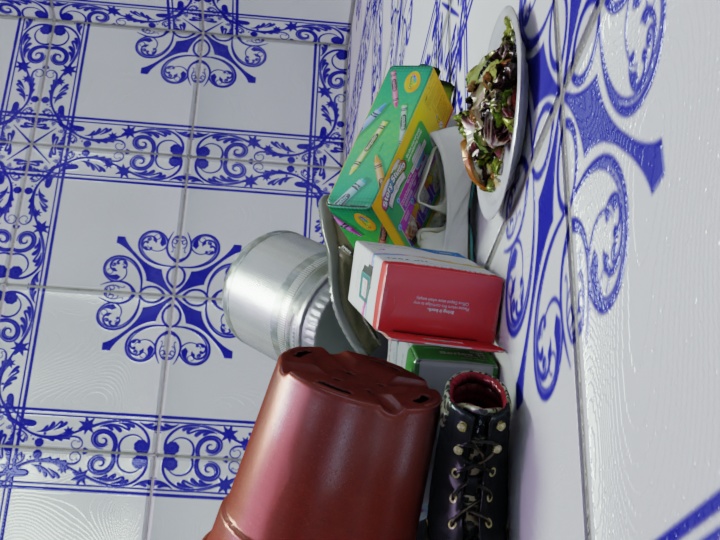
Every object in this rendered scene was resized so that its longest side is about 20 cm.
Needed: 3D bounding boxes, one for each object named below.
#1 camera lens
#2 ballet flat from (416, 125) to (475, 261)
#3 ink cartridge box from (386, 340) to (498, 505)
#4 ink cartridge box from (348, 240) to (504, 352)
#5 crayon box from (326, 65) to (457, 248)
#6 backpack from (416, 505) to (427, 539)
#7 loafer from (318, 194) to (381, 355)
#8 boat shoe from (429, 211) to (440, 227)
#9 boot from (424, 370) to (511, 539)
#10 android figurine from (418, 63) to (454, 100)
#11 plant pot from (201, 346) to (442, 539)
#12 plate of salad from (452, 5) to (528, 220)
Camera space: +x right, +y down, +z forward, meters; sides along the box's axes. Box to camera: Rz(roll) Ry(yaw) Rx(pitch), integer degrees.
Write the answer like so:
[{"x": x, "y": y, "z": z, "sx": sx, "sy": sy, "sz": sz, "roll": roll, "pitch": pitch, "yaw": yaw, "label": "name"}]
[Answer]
[{"x": -0.065, "y": 0.045, "z": 1.481, "sx": 0.200, "sy": 0.160, "sz": 0.160, "roll": 23, "pitch": 114, "yaw": 45, "label": "camera lens"}, {"x": 0.091, "y": -0.058, "z": 1.270, "sx": 0.069, "sy": 0.069, "sz": 0.200, "roll": -151, "pitch": 65, "yaw": -85, "label": "ballet flat"}, {"x": 0.074, "y": 0.130, "z": 1.185, "sx": 0.200, "sy": 0.083, "sz": 0.147, "roll": -108, "pitch": 23, "yaw": -76, "label": "ink cartridge box"}, {"x": 0.064, "y": 0.023, "z": 1.136, "sx": 0.200, "sy": 0.116, "sz": 0.067, "roll": -140, "pitch": 58, "yaw": -75, "label": "ink cartridge box"}, {"x": 0.043, "y": -0.113, "z": 1.294, "sx": 0.119, "sy": 0.058, "sz": 0.200, "roll": 57, "pitch": -132, "yaw": -47, "label": "crayon box"}, {"x": 0.000, "y": 0.274, "z": 1.350, "sx": 0.200, "sy": 0.177, "sz": 0.151, "roll": -94, "pitch": -7, "yaw": -81, "label": "backpack"}, {"x": 0.000, "y": 0.000, "z": 1.333, "sx": 0.075, "sy": 0.070, "sz": 0.200, "roll": 59, "pitch": -161, "yaw": -71, "label": "loafer"}, {"x": 0.086, "y": -0.044, "z": 1.441, "sx": 0.200, "sy": 0.063, "sz": 0.073, "roll": -100, "pitch": -11, "yaw": -82, "label": "boat shoe"}, {"x": 0.089, "y": 0.189, "z": 0.962, "sx": 0.204, "sy": 0.073, "sz": 0.154, "roll": -84, "pitch": -3, "yaw": -67, "label": "boot"}, {"x": 0.071, "y": -0.164, "z": 1.547, "sx": 0.182, "sy": 0.041, "sz": 0.200, "roll": -115, "pitch": 38, "yaw": -57, "label": "android figurine"}, {"x": -0.024, "y": 0.182, "z": 1.035, "sx": 0.201, "sy": 0.201, "sz": 0.195, "roll": -107, "pitch": 31, "yaw": -78, "label": "plant pot"}, {"x": 0.119, "y": -0.148, "z": 1.104, "sx": 0.200, "sy": 0.048, "sz": 0.200, "roll": -175, "pitch": 90, "yaw": -86, "label": "plate of salad"}]
